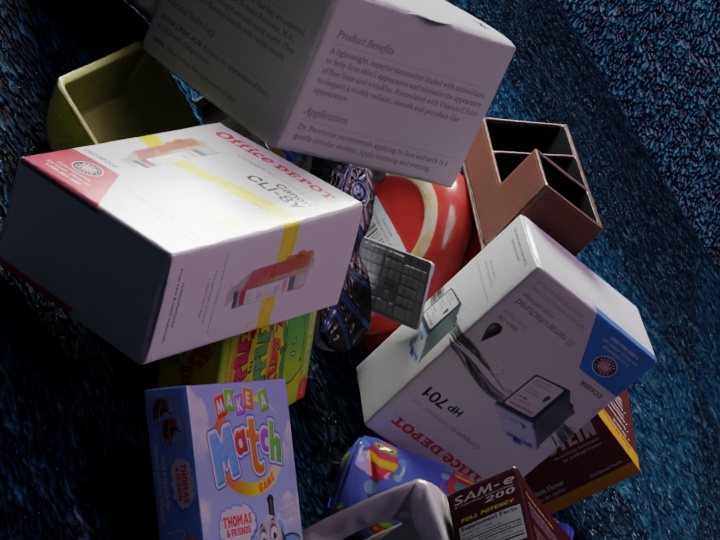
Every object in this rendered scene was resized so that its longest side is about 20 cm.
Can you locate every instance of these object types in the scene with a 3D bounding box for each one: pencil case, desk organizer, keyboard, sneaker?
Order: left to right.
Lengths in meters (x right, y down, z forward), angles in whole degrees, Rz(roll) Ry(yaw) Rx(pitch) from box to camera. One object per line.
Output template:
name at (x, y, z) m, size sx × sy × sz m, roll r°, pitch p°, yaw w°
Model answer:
sneaker at (-0.037, -0.032, 1.586) m, size 0.075 × 0.077 × 0.201 m, roll 12°, pitch 77°, yaw -40°
keyboard at (0.000, 0.000, 1.600) m, size 0.011 × 0.057 × 0.200 m, roll 15°, pitch 4°, yaw -34°
pencil case at (0.065, 0.202, 1.491) m, size 0.199 × 0.087 × 0.078 m, roll 24°, pitch 26°, yaw 0°
desk organizer at (0.142, -0.073, 1.618) m, size 0.072 × 0.077 × 0.200 m, roll 36°, pitch 22°, yaw -22°

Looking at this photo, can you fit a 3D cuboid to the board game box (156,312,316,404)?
board game box at (-0.088, 0.059, 1.387) m, size 0.200 × 0.047 × 0.102 m, roll -23°, pitch 124°, yaw -71°

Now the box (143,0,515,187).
box at (-0.026, -0.176, 1.485) m, size 0.198 × 0.131 × 0.200 m, roll 10°, pitch 20°, yaw -43°

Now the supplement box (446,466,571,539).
supplement box at (0.120, 0.249, 1.304) m, size 0.109 × 0.061 × 0.201 m, roll 53°, pitch 20°, yaw -42°

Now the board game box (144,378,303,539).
board game box at (-0.083, 0.174, 1.244) m, size 0.151 × 0.036 × 0.201 m, roll 3°, pitch 79°, yaw -68°

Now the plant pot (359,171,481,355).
plant pot at (0.067, 0.001, 1.710) m, size 0.182 × 0.200 × 0.201 m, roll 38°, pitch 30°, yaw -44°

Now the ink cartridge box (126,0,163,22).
ink cartridge box at (-0.165, -0.256, 1.567) m, size 0.145 × 0.088 × 0.200 m, roll 39°, pitch -2°, yaw 43°

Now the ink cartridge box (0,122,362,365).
ink cartridge box at (-0.117, -0.025, 1.268) m, size 0.145 × 0.084 × 0.200 m, roll 31°, pitch 27°, yaw 29°

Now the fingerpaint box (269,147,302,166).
fingerpaint box at (-0.046, -0.166, 1.843) m, size 0.200 × 0.073 × 0.167 m, roll 47°, pitch 24°, yaw -35°

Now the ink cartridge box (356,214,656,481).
ink cartridge box at (0.116, 0.077, 1.541) m, size 0.146 × 0.200 × 0.086 m, roll 36°, pitch 21°, yaw -25°

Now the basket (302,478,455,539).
basket at (0.040, 0.275, 1.365) m, size 0.123 × 0.135 × 0.201 m, roll 41°, pitch 28°, yaw -54°

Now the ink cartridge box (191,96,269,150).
ink cartridge box at (-0.096, -0.099, 1.572) m, size 0.100 × 0.039 × 0.200 m, roll 59°, pitch -2°, yaw -16°

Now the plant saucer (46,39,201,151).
plant saucer at (-0.161, -0.066, 1.451) m, size 0.201 × 0.048 × 0.200 m, roll 60°, pitch 19°, yaw -7°

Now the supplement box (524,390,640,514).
supplement box at (0.173, 0.106, 1.932) m, size 0.197 × 0.132 × 0.200 m, roll 52°, pitch 21°, yaw -27°
